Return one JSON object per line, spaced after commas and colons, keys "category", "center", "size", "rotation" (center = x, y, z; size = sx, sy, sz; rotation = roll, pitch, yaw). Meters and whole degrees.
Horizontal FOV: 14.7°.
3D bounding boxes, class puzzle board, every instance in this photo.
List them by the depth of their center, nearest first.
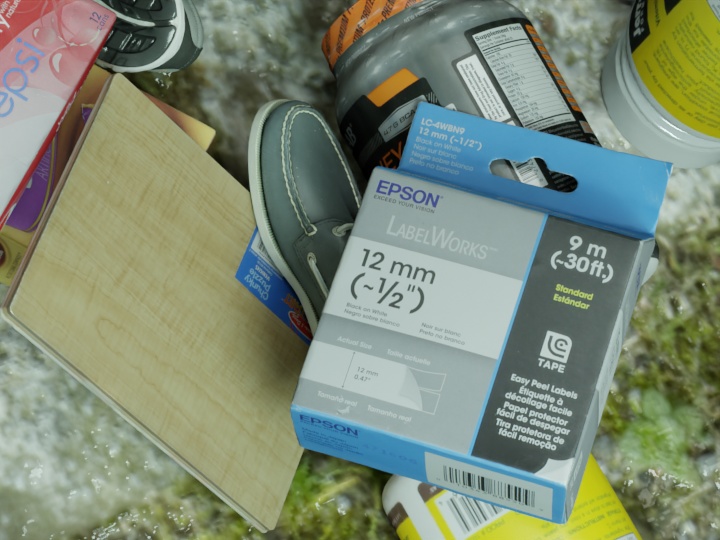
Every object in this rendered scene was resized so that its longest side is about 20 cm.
{"category": "puzzle board", "center": [-0.089, 0.018, 1.429], "size": [0.200, 0.017, 0.151], "rotation": [43, 52, -32]}

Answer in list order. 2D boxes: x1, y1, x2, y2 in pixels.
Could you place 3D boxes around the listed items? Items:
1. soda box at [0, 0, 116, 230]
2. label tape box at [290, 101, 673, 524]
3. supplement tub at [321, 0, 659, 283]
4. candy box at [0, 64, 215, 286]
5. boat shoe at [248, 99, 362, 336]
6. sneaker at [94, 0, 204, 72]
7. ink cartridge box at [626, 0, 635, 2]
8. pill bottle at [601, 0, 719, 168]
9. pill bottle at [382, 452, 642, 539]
{"category": "soda box", "center": [-0.197, -0.056, 1.379], "size": [0.070, 0.063, 0.201], "rotation": [29, 64, -6]}
{"category": "label tape box", "center": [0.063, 0.008, 1.386], "size": [0.142, 0.066, 0.201], "rotation": [15, 71, 11]}
{"category": "supplement tub", "center": [0.066, -0.060, 1.512], "size": [0.122, 0.123, 0.201], "rotation": [-21, 74, -28]}
{"category": "candy box", "center": [-0.189, -0.065, 1.454], "size": [0.199, 0.056, 0.117], "rotation": [27, 60, -6]}
{"category": "boat shoe", "center": [0.000, 0.000, 1.466], "size": [0.073, 0.062, 0.201], "rotation": [-15, 86, -46]}
{"category": "sneaker", "center": [-0.161, -0.175, 1.515], "size": [0.074, 0.079, 0.200], "rotation": [-46, 71, 8]}
{"category": "ink cartridge box", "center": [0.144, -0.273, 1.666], "size": [0.146, 0.083, 0.201], "rotation": [11, 63, -15]}
{"category": "pill bottle", "center": [0.218, -0.142, 1.564], "size": [0.113, 0.200, 0.115], "rotation": [9, 63, -18]}
{"category": "pill bottle", "center": [0.102, 0.172, 1.424], "size": [0.109, 0.109, 0.201], "rotation": [-23, 76, -29]}
